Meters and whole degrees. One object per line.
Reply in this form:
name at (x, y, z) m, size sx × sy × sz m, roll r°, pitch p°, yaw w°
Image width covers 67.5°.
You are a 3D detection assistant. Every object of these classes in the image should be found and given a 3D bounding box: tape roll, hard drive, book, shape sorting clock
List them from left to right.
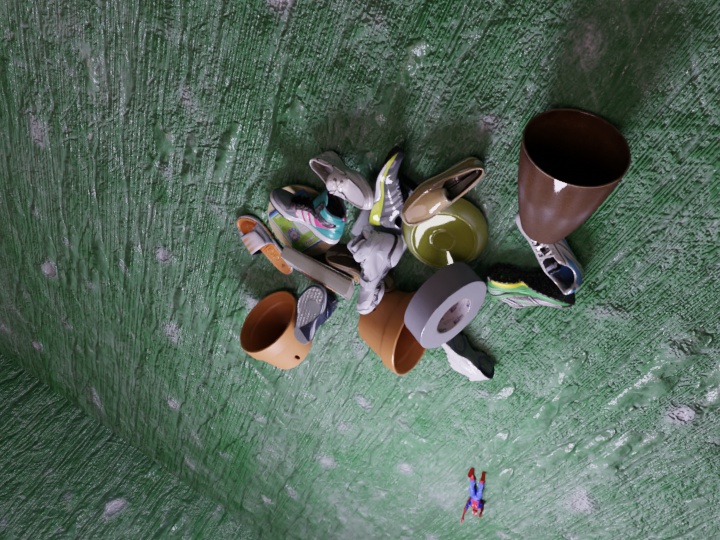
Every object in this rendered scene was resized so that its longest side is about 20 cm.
shape sorting clock at (-0.143, -0.126, 1.365) m, size 0.192 × 0.040 × 0.206 m, roll 11°, pitch 126°, yaw 15°
book at (-0.110, 0.010, 1.406) m, size 0.195 × 0.049 × 0.134 m, roll 29°, pitch 171°, yaw 6°
hard drive at (0.073, -0.125, 1.249) m, size 0.137 × 0.033 × 0.202 m, roll 34°, pitch 133°, yaw 2°
tape roll at (0.193, 0.081, 1.219) m, size 0.067 × 0.195 × 0.205 m, roll 48°, pitch 141°, yaw 31°

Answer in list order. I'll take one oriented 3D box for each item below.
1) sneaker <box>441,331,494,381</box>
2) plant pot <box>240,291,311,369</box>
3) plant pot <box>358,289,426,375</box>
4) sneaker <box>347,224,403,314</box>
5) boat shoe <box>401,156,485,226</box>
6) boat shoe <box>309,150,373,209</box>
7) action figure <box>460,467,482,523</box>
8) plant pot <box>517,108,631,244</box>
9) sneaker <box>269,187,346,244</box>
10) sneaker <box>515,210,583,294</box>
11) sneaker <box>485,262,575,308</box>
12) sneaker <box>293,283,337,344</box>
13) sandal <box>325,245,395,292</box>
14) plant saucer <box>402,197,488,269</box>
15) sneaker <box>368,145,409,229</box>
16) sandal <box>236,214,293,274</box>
sneaker at (0.252, 0.220, 1.384) m, size 0.200 × 0.075 × 0.087 m, roll 44°, pitch 138°, yaw -7°
plant pot at (-0.228, 0.184, 1.548) m, size 0.194 × 0.205 × 0.141 m, roll -10°, pitch 137°, yaw 34°
plant pot at (0.085, 0.135, 1.345) m, size 0.137 × 0.199 × 0.206 m, roll 24°, pitch 135°, yaw 32°
sneaker at (0.012, -0.005, 1.239) m, size 0.112 × 0.075 × 0.205 m, roll 21°, pitch 105°, yaw -23°
boat shoe at (0.164, -0.157, 1.090) m, size 0.198 × 0.077 × 0.072 m, roll -39°, pitch 107°, yaw 14°
boat shoe at (-0.046, -0.191, 1.183) m, size 0.200 × 0.068 × 0.073 m, roll 45°, pitch 141°, yaw 36°
action figure at (0.356, 0.728, 1.693) m, size 0.063 × 0.100 × 0.206 m, roll 10°, pitch 131°, yaw 23°
plant pot at (0.363, -0.150, 0.986) m, size 0.181 × 0.190 × 0.203 m, roll 19°, pitch 147°, yaw 14°
sneaker at (-0.110, -0.155, 1.249) m, size 0.196 × 0.085 × 0.121 m, roll 30°, pitch 135°, yaw -11°
sneaker at (0.387, -0.042, 1.103) m, size 0.202 × 0.072 × 0.071 m, roll 51°, pitch 133°, yaw -3°
sneaker at (0.374, 0.045, 1.189) m, size 0.194 × 0.079 × 0.087 m, roll 15°, pitch 138°, yaw 31°
sneaker at (-0.108, 0.080, 1.428) m, size 0.076 × 0.147 × 0.206 m, roll 32°, pitch 133°, yaw 9°
sandal at (0.000, 0.000, 1.357) m, size 0.194 × 0.081 × 0.055 m, roll 23°, pitch 143°, yaw 15°
plant saucer at (0.186, -0.074, 1.199) m, size 0.192 × 0.032 × 0.205 m, roll 9°, pitch 133°, yaw 9°
sneaker at (0.073, -0.173, 1.150) m, size 0.078 × 0.075 × 0.204 m, roll 19°, pitch 139°, yaw 6°
sandal at (-0.265, -0.061, 1.468) m, size 0.207 × 0.060 × 0.079 m, roll 47°, pitch 132°, yaw -10°
